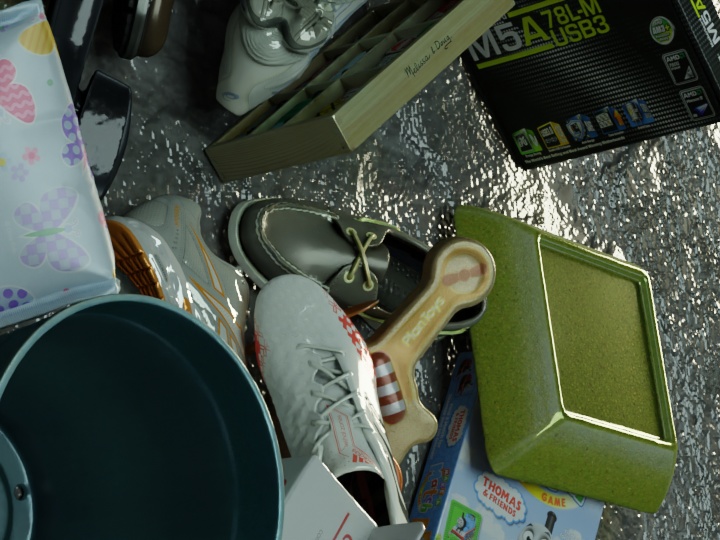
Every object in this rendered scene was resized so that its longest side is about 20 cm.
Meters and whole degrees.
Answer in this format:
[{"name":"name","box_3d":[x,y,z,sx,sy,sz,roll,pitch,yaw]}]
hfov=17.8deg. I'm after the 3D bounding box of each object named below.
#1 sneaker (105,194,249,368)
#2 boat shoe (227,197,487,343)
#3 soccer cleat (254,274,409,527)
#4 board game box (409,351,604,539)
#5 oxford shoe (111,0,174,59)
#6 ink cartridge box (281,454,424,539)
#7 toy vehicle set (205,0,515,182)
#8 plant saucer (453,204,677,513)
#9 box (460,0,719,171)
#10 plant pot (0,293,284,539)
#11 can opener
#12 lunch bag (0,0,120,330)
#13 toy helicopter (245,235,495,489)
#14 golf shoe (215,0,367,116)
[{"name":"sneaker","box_3d":[-0.090,0.043,1.421,0.092,0.075,0.201,-38,110,-46]},{"name":"boat shoe","box_3d":[0.000,-0.003,1.524,0.201,0.060,0.073,24,66,-39]},{"name":"soccer cleat","box_3d":[-0.014,0.097,1.388,0.068,0.085,0.202,-17,88,-3]},{"name":"board game box","box_3d":[0.100,0.179,1.604,0.151,0.036,0.201,37,57,-33]},{"name":"oxford shoe","box_3d":[-0.100,-0.212,1.444,0.084,0.073,0.201,25,65,-12]},{"name":"ink cartridge box","box_3d":[-0.071,0.172,1.323,0.067,0.199,0.116,50,51,-25]},{"name":"toy vehicle set","box_3d":[0.002,-0.127,1.505,0.200,0.124,0.027,-44,113,-40]},{"name":"plant saucer","box_3d":[0.157,0.058,1.638,0.199,0.048,0.202,18,57,-45]},{"name":"box","box_3d":[0.150,-0.178,1.608,0.048,0.199,0.194,-45,114,-41]},{"name":"plant pot","box_3d":[-0.176,0.125,1.238,0.199,0.187,0.202,11,74,-43]},{"name":"can opener","box_3d":[-0.173,-0.138,1.378,0.078,0.063,0.202,15,73,-24]},{"name":"lunch bag","box_3d":[-0.249,-0.040,1.242,0.198,0.127,0.171,-18,93,-16]},{"name":"toy helicopter","box_3d":[0.007,0.053,1.474,0.132,0.079,0.200,42,82,-11]},{"name":"golf shoe","box_3d":[-0.049,-0.167,1.510,0.078,0.097,0.200,36,29,1]}]
